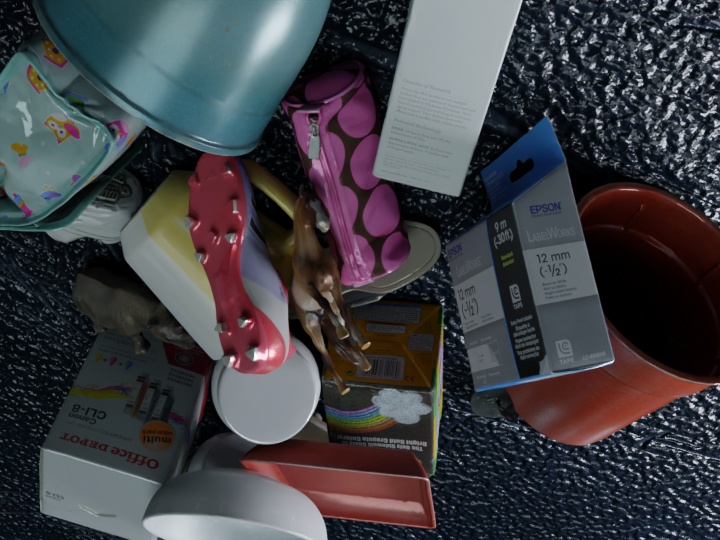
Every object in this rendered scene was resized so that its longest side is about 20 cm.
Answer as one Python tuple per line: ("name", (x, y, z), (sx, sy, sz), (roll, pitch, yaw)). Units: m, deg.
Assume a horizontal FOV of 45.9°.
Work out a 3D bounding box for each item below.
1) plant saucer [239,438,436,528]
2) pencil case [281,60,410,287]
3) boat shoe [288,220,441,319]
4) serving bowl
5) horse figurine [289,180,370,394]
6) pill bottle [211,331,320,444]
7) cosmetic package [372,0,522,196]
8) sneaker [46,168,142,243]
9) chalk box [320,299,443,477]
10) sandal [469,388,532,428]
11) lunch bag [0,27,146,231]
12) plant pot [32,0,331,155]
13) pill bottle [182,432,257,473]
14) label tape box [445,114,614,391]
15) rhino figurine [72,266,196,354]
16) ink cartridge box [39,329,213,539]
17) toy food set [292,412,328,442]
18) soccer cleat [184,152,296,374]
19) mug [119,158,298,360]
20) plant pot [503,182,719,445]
("plant saucer", (-0.016, 0.234, 0.942), (0.196, 0.037, 0.201), (3, 150, 9))
("pencil case", (-0.012, -0.080, 0.770), (0.089, 0.094, 0.202), (-13, 122, 11))
("boat shoe", (0.000, 0.000, 0.896), (0.198, 0.074, 0.063), (-22, 168, 22))
("serving bowl", (-0.128, 0.257, 0.909), (0.197, 0.067, 0.201), (7, 151, 4))
("horse figurine", (-0.031, 0.030, 0.772), (0.049, 0.134, 0.201), (-24, 155, -10))
("pill bottle", (-0.101, 0.117, 0.904), (0.112, 0.115, 0.200), (22, 176, -8))
("cosmetic package", (0.070, -0.174, 0.669), (0.080, 0.114, 0.202), (12, 132, 0))
("sneaker", (-0.328, -0.073, 0.877), (0.197, 0.079, 0.100), (20, 137, -5))
("chalk box", (0.030, 0.146, 0.966), (0.123, 0.125, 0.202), (4, 134, 8))
("sandal", (0.219, 0.146, 0.973), (0.197, 0.048, 0.076), (-10, 129, 20))
("lunch bag", (-0.255, -0.129, 0.741), (0.122, 0.171, 0.199), (41, 128, -15))
("plant pot", (-0.101, -0.223, 0.619), (0.199, 0.201, 0.188), (35, 115, -19))
("pill bottle", (-0.173, 0.273, 1.092), (0.114, 0.117, 0.200), (25, 153, -11))
("label tape box", (0.129, -0.008, 0.719), (0.065, 0.203, 0.143), (-10, 171, -18))
("rhino figurine", (-0.248, 0.047, 0.939), (0.198, 0.060, 0.088), (15, 144, 38))
("ink cartridge box", (-0.276, 0.192, 1.020), (0.143, 0.202, 0.146), (17, 134, -4))
("toy food set", (-0.042, 0.215, 1.098), (0.199, 0.061, 0.143), (32, 142, -15))
("soccer cleat", (-0.103, -0.009, 0.754), (0.066, 0.076, 0.203), (-14, 86, 28))
("mug", (-0.143, -0.031, 0.847), (0.153, 0.150, 0.187), (42, 98, -14))
("plant pot", (0.234, 0.057, 0.803), (0.198, 0.203, 0.196), (22, 142, -8))
